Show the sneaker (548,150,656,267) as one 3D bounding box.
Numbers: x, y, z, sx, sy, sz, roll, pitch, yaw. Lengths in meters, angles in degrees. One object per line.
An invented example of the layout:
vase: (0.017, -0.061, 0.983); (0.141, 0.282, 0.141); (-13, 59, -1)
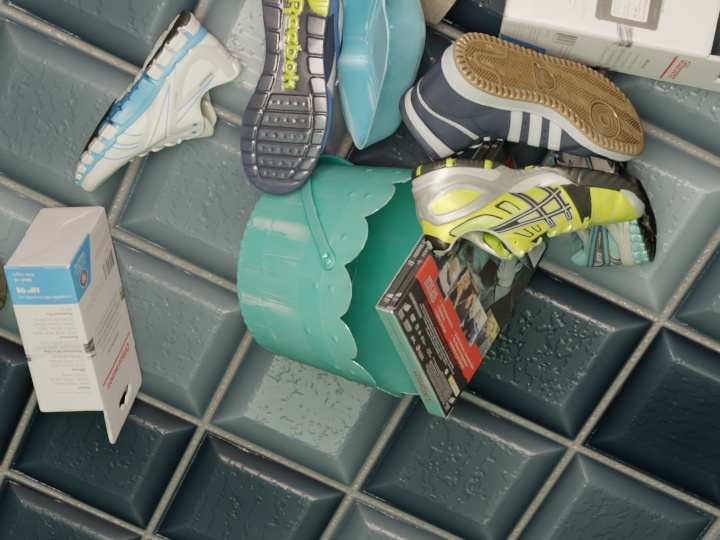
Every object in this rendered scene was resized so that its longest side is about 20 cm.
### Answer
sneaker: (0.188, -0.081, 1.445); (0.086, 0.078, 0.200); (-14, 117, 21)

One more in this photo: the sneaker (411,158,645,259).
sneaker: (0.136, -0.046, 1.362); (0.200, 0.075, 0.076); (1, 83, -15)

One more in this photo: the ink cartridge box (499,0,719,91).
ink cartridge box: (0.215, -0.200, 1.330); (0.200, 0.116, 0.067); (12, 86, 2)

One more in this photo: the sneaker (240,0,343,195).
sneaker: (-0.050, -0.161, 1.397); (0.074, 0.082, 0.200); (11, 95, 9)

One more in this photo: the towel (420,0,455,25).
towel: (0.044, -0.280, 1.327); (0.132, 0.034, 0.200); (32, 152, -7)

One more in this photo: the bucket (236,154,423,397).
bucket: (0.000, 0.000, 1.444); (0.135, 0.207, 0.207); (13, 126, 34)

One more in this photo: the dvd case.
dvd case: (0.091, 0.005, 1.424); (0.022, 0.200, 0.146); (14, 147, 35)

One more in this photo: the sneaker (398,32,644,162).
sneaker: (0.125, -0.121, 1.346); (0.200, 0.070, 0.108); (18, 146, -29)

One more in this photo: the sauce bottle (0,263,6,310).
sauce bottle: (-0.444, 0.022, 1.623); (0.200, 0.065, 0.065); (-5, 120, 14)

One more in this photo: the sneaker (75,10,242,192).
sneaker: (-0.178, -0.130, 1.483); (0.087, 0.075, 0.200); (34, 121, -18)

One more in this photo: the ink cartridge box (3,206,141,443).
ink cartridge box: (-0.268, 0.054, 1.580); (0.067, 0.116, 0.200); (-2, 120, 11)

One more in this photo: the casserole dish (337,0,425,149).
casserole dish: (0.016, -0.185, 1.370); (0.039, 0.121, 0.200); (-6, 153, -14)
